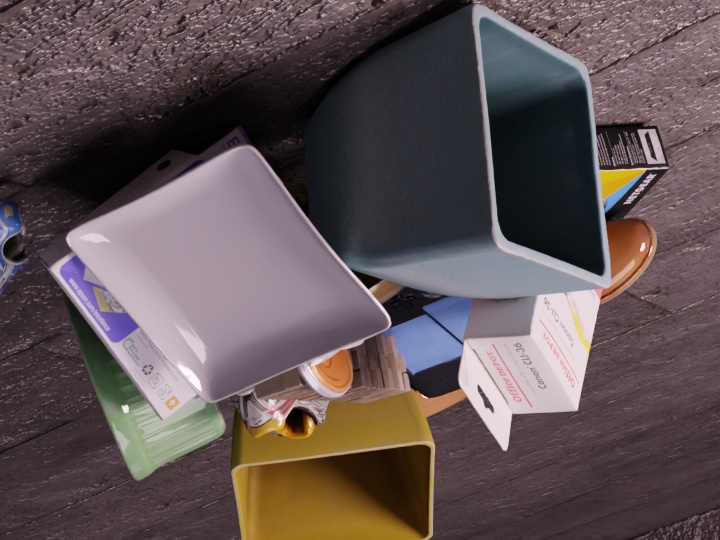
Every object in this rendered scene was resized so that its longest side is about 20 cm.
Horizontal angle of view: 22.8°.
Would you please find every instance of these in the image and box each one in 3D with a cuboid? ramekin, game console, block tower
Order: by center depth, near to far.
[{"bbox_3d":[-0.029,0.086,1.604,0.058,0.054,0.200,-17,167,25],"label":"block tower"},{"bbox_3d":[-0.200,0.086,1.676,0.097,0.201,0.200,-20,160,-5],"label":"ramekin"},{"bbox_3d":[0.087,0.052,1.689,0.176,0.031,0.200,-26,141,22],"label":"game console"}]

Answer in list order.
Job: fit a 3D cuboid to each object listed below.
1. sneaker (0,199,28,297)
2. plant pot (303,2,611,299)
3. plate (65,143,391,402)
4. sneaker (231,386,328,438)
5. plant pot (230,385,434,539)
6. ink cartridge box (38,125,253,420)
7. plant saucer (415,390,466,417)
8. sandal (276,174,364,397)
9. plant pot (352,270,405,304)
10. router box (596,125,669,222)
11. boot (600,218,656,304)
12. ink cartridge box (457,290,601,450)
[{"bbox_3d":[-0.321,-0.003,1.526,0.077,0.076,0.200,-6,159,-9],"label":"sneaker"},{"bbox_3d":[0.065,-0.075,1.458,0.199,0.197,0.196,-14,163,31],"label":"plant pot"},{"bbox_3d":[-0.104,0.001,1.433,0.199,0.032,0.200,-24,119,30],"label":"plate"},{"bbox_3d":[-0.064,0.118,1.664,0.078,0.082,0.200,-22,170,25],"label":"sneaker"},{"bbox_3d":[-0.035,0.167,1.850,0.199,0.177,0.200,-6,143,-3],"label":"plant pot"},{"bbox_3d":[-0.143,-0.001,1.528,0.200,0.043,0.198,-37,127,-8],"label":"ink cartridge box"},{"bbox_3d":[0.054,0.161,2.147,0.199,0.038,0.200,-24,-179,0],"label":"plant saucer"},{"bbox_3d":[-0.035,0.012,1.494,0.059,0.207,0.079,-11,-160,24],"label":"sandal"},{"bbox_3d":[0.000,0.000,1.640,0.200,0.028,0.200,-29,-162,10],"label":"plant pot"},{"bbox_3d":[0.186,-0.069,1.726,0.149,0.051,0.200,-4,156,-20],"label":"router box"},{"bbox_3d":[0.165,-0.020,1.691,0.199,0.077,0.155,-16,153,28],"label":"boot"},{"bbox_3d":[0.151,0.044,1.555,0.067,0.201,0.117,-6,140,30],"label":"ink cartridge box"}]
